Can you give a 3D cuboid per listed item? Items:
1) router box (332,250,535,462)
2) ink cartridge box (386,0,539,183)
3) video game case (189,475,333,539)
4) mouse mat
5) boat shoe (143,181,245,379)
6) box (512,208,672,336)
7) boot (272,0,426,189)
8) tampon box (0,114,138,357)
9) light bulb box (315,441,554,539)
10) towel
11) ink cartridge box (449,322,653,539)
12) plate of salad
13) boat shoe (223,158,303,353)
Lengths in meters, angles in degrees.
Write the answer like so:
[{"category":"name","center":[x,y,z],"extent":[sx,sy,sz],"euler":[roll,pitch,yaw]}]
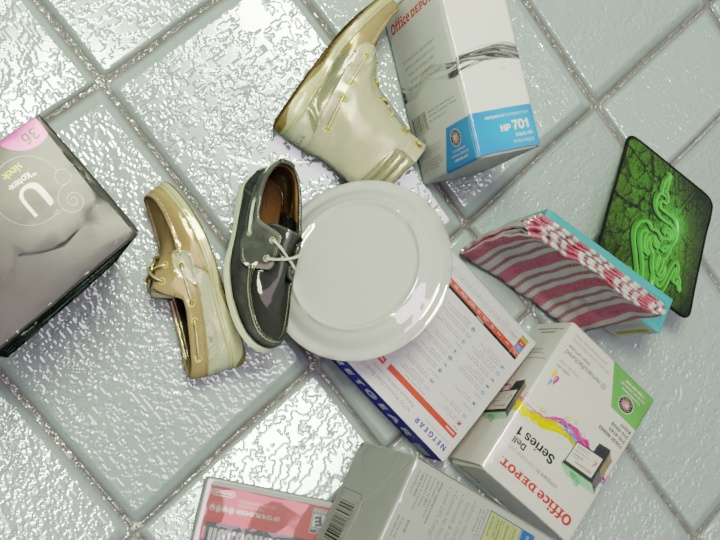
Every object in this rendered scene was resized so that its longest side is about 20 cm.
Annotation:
[{"category":"router box","center":[0.072,0.077,0.955],"extent":[0.200,0.049,0.180],"euler":[47,72,-10]},{"category":"ink cartridge box","center":[0.108,-0.212,0.945],"extent":[0.085,0.146,0.203],"euler":[-12,89,-20]},{"category":"video game case","center":[-0.116,0.326,0.876],"extent":[0.141,0.017,0.203],"euler":[16,79,-19]},{"category":"mouse mat","center":[0.378,-0.059,1.080],"extent":[0.160,0.008,0.202],"euler":[33,61,-15]},{"category":"boat shoe","center":[-0.179,0.013,0.853],"extent":[0.066,0.074,0.202],"euler":[-23,93,-26]},{"category":"box","center":[0.268,0.007,1.018],"extent":[0.199,0.082,0.050],"euler":[34,72,-15]},{"category":"boot","center":[0.017,-0.190,0.948],"extent":[0.154,0.072,0.201],"euler":[38,80,-12]},{"category":"tampon box","center":[-0.299,-0.021,0.744],"extent":[0.150,0.200,0.127],"euler":[-44,100,-19]},{"category":"light bulb box","center":[0.062,0.315,0.878],"extent":[0.199,0.124,0.200],"euler":[34,74,-21]},{"category":"towel","center":[0.225,0.013,0.966],"extent":[0.199,0.146,0.030],"euler":[33,67,-15]},{"category":"ink cartridge box","center":[0.220,0.184,0.981],"extent":[0.145,0.084,0.201],"euler":[41,73,-12]},{"category":"plate of salad","center":[0.000,0.000,0.893],"extent":[0.197,0.048,0.203],"euler":[-6,68,14]},{"category":"boat shoe","center":[-0.092,-0.018,0.859],"extent":[0.071,0.067,0.203],"euler":[22,57,-38]}]
